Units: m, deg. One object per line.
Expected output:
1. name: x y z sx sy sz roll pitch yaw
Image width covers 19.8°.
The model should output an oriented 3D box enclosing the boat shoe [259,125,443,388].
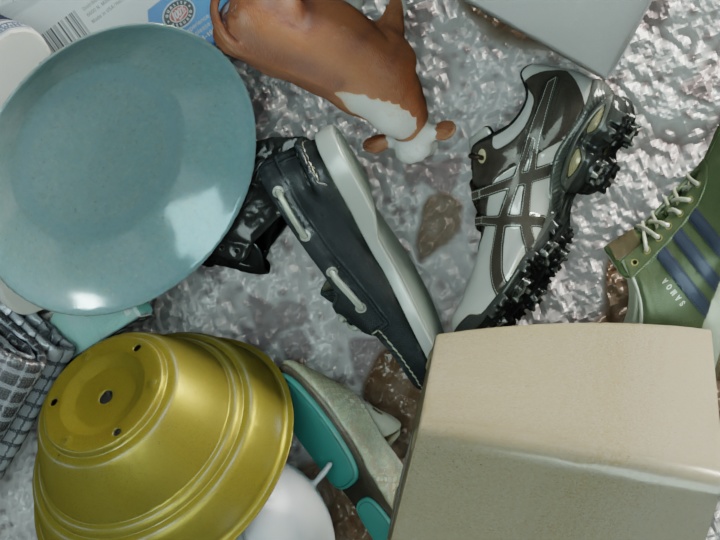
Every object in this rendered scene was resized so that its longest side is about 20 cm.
1. boat shoe: 0.000 0.000 1.362 0.060 0.076 0.201 -24 108 9

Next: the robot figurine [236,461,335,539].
1. robot figurine: -0.102 0.193 1.394 0.198 0.113 0.171 -18 92 9

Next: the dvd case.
1. dvd case: -0.249 0.010 1.417 0.199 0.022 0.147 -30 87 30

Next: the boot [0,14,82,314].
1. boot: -0.236 -0.077 1.347 0.090 0.072 0.202 30 127 45

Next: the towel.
1. towel: -0.313 0.059 1.399 0.199 0.085 0.166 38 116 12

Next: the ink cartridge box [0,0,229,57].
1. ink cartridge box: -0.188 -0.199 1.388 0.146 0.086 0.201 -36 87 0

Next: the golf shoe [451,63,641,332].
1. golf shoe: 0.102 -0.043 1.375 0.094 0.078 0.201 31 90 16

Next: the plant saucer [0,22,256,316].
1. plant saucer: -0.161 -0.069 1.315 0.202 0.200 0.039 -58 42 7

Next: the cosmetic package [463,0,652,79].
1. cosmetic package: 0.092 -0.207 1.334 0.199 0.107 0.091 32 98 0

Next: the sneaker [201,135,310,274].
1. sneaker: -0.105 -0.025 1.407 0.104 0.060 0.200 38 95 9

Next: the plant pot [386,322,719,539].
1. plant pot: 0.111 0.143 1.280 0.175 0.200 0.202 14 116 1

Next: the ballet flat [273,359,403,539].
1. ballet flat: 0.014 0.137 1.407 0.062 0.067 0.201 -34 91 -29

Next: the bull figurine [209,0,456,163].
1. bull figurine: -0.013 -0.151 1.354 0.065 0.199 0.122 -29 48 41

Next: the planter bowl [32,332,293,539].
1. planter bowl: -0.149 0.103 1.352 0.199 0.201 0.084 -26 134 9

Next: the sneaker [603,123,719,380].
1. sneaker: 0.206 -0.013 1.356 0.089 0.067 0.202 12 98 2
